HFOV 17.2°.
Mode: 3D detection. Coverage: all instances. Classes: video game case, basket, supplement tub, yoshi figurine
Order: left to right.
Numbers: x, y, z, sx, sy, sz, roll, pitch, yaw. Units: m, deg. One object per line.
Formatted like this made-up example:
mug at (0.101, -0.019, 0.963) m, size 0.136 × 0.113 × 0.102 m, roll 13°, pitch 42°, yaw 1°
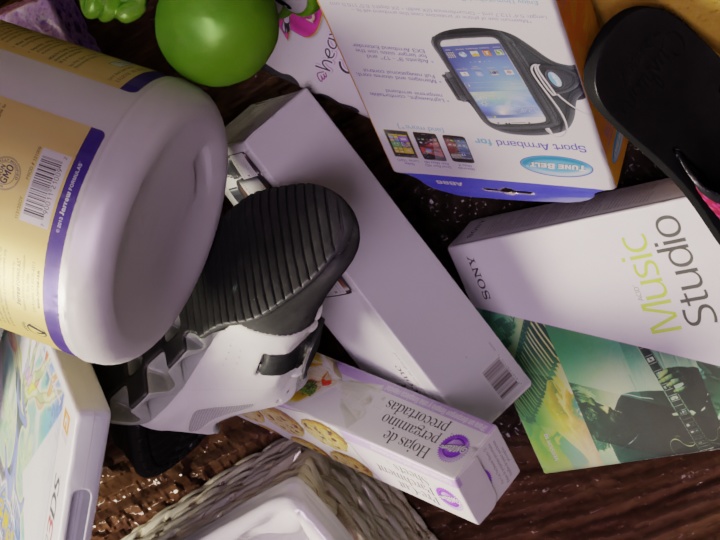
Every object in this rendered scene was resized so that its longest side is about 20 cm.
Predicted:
supplement tub at (-0.181, -0.049, 1.173) m, size 0.199 × 0.145 × 0.146 m, roll 19°, pitch 117°, yaw 17°
video game case at (-0.180, 0.103, 1.312) m, size 0.022 × 0.200 × 0.183 m, roll 1°, pitch 118°, yaw -20°
yoshi figurine at (-0.095, -0.157, 1.114) m, size 0.112 × 0.113 × 0.200 m, roll -47°, pitch 128°, yaw 10°
basket at (-0.059, 0.190, 1.348) m, size 0.199 × 0.123 × 0.136 m, roll -32°, pitch 102°, yaw 26°

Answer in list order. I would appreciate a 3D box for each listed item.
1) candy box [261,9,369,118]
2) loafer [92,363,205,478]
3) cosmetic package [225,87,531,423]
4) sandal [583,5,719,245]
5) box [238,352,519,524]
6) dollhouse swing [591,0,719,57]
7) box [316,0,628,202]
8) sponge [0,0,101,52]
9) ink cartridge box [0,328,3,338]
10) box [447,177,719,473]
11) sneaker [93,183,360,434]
candy box at (0.016, -0.151, 1.213) m, size 0.199 × 0.061 × 0.137 m, roll 24°, pitch 118°, yaw 5°
loafer at (-0.124, 0.024, 1.324) m, size 0.071 × 0.073 × 0.201 m, roll 27°, pitch 133°, yaw 37°
cosmetic package at (0.000, 0.000, 1.263) m, size 0.051 × 0.082 × 0.200 m, roll -42°, pitch 103°, yaw -17°
sandal at (0.183, -0.050, 1.109) m, size 0.200 × 0.045 × 0.075 m, roll 35°, pitch 83°, yaw -32°
box at (-0.004, 0.079, 1.272) m, size 0.199 × 0.039 × 0.042 m, roll 21°, pitch 151°, yaw 41°
dollhouse swing at (0.182, -0.186, 1.127) m, size 0.199 × 0.177 × 0.181 m, roll 28°, pitch 156°, yaw -29°
box at (0.055, -0.099, 1.120) m, size 0.118 × 0.042 × 0.200 m, roll 6°, pitch 152°, yaw 21°
sponge at (-0.225, -0.074, 1.330) m, size 0.199 × 0.030 × 0.112 m, roll -20°, pitch 107°, yaw 22°
ink cartridge box at (-0.285, -0.009, 1.317) m, size 0.197 × 0.047 × 0.201 m, roll 24°, pitch 107°, yaw 11°
box at (0.157, 0.027, 1.240) m, size 0.199 × 0.036 × 0.145 m, roll -12°, pitch 110°, yaw 38°
sneaker at (-0.050, 0.024, 1.231) m, size 0.088 × 0.075 × 0.200 m, roll 20°, pitch 140°, yaw -33°
